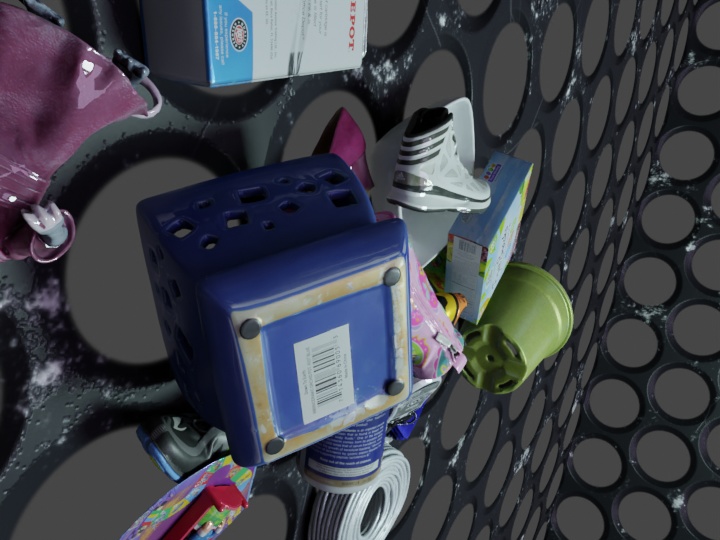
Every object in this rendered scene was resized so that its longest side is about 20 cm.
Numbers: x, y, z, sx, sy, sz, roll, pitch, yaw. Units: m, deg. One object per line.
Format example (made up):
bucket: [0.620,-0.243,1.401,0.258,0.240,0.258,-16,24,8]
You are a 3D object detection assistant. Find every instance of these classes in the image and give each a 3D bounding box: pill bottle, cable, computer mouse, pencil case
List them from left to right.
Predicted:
pill bottle: [-0.018,0.165,0.793,0.115,0.114,0.204,-16,118,-53]
cable: [0.001,0.362,0.961,0.199,0.068,0.203,24,84,-59]
computer mouse: [0.056,0.177,0.867,0.108,0.044,0.201,-17,152,-27]
pencil case: [0.050,0.033,0.710,0.088,0.087,0.202,-48,118,-34]

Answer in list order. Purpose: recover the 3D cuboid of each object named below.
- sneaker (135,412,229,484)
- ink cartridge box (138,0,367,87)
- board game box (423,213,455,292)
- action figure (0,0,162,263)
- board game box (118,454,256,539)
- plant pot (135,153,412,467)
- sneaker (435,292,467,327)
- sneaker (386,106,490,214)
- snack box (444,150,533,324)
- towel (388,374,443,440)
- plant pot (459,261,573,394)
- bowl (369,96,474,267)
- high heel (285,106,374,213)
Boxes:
sneaker: [-0.142,0.155,0.619,0.083,0.071,0.199,-49,155,9]
ink cartridge box: [-0.081,-0.243,0.523,0.199,0.085,0.149,-30,129,-50]
board game box: [0.152,-0.023,1.035,0.103,0.047,0.200,-64,147,-14]
action figure: [-0.230,-0.070,0.395,0.202,0.133,0.149,-60,-169,3]
board game box: [-0.158,0.263,0.617,0.157,0.039,0.202,-26,148,-39]
plant pot: [-0.062,0.035,0.538,0.197,0.180,0.203,-18,123,-24]
sneaker: [0.088,0.101,0.891,0.089,0.071,0.201,-11,148,-28]
sneaker: [0.112,-0.133,0.755,0.199,0.075,0.118,-9,114,-53]
snack box: [0.187,-0.044,0.933,0.170,0.067,0.201,-56,157,-29]
towel: [0.095,0.170,1.037,0.201,0.049,0.149,-57,146,-25]
plant pot: [0.255,0.114,1.103,0.184,0.197,0.204,-38,135,-50]
bowl: [0.079,-0.122,0.847,0.199,0.074,0.203,-42,138,-40]
high heel: [-0.065,-0.099,0.662,0.199,0.067,0.098,-38,114,-43]
